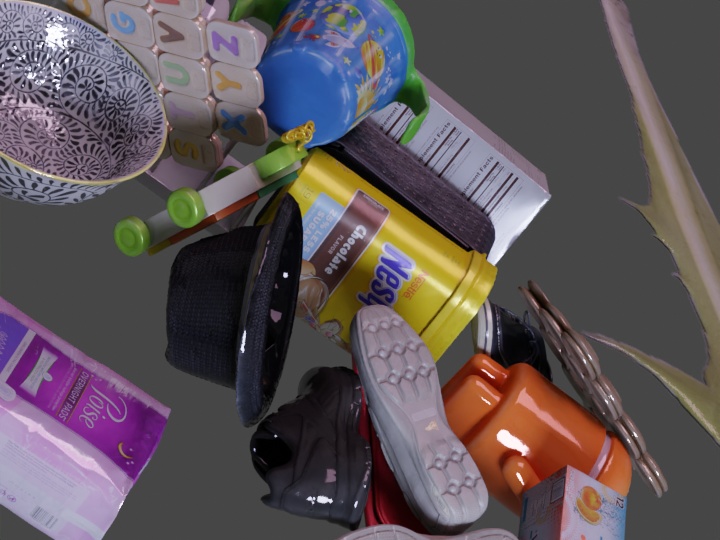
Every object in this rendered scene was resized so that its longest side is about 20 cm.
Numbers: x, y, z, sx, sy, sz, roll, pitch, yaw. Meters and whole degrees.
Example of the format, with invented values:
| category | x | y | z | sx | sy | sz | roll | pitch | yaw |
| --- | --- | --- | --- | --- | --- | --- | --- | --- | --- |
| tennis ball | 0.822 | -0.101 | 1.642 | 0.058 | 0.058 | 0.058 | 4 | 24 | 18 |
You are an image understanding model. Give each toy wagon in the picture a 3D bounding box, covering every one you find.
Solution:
| category | x | y | z | sx | sy | sz | roll | pitch | yaw |
| --- | --- | --- | --- | --- | --- | --- | --- | --- | --- |
| toy wagon | -0.110 | -0.068 | 1.345 | 0.155 | 0.200 | 0.040 | -34 | 98 | -51 |

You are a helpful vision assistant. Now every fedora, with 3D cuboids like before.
| category | x | y | z | sx | sy | sz | roll | pitch | yaw |
| --- | --- | --- | --- | --- | --- | --- | --- | --- | --- |
| fedora | -0.105 | 0.025 | 1.290 | 0.091 | 0.201 | 0.201 | 9 | 26 | 4 |

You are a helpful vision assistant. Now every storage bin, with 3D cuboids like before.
| category | x | y | z | sx | sy | sz | roll | pitch | yaw |
| --- | --- | --- | --- | --- | --- | --- | --- | --- | --- |
| storage bin | 0.015 | -0.036 | 1.541 | 0.200 | 0.135 | 0.094 | 39 | 24 | -2 |

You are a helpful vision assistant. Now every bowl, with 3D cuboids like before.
| category | x | y | z | sx | sy | sz | roll | pitch | yaw |
| --- | --- | --- | --- | --- | --- | --- | --- | --- | --- |
| bowl | -0.268 | -0.119 | 1.318 | 0.200 | 0.094 | 0.201 | 21 | 43 | -21 |

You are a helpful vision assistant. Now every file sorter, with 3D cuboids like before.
| category | x | y | z | sx | sy | sz | roll | pitch | yaw |
| --- | --- | --- | --- | --- | --- | --- | --- | --- | --- |
| file sorter | -0.156 | -0.151 | 1.512 | 0.200 | 0.125 | 0.139 | 36 | 25 | -7 |

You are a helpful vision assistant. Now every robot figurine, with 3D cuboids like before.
| category | x | y | z | sx | sy | sz | roll | pitch | yaw |
| --- | --- | --- | --- | --- | --- | --- | --- | --- | --- |
| robot figurine | 0.158 | 0.164 | 1.436 | 0.200 | 0.117 | 0.144 | 38 | -9 | -7 |

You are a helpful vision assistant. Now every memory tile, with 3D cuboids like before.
| category | x | y | z | sx | sy | sz | roll | pitch | yaw |
| --- | --- | --- | --- | --- | --- | --- | --- | --- | --- |
| memory tile | 0.214 | 0.107 | 1.475 | 0.200 | 0.017 | 0.153 | 57 | -2 | -28 |

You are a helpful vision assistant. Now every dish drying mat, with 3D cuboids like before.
| category | x | y | z | sx | sy | sz | roll | pitch | yaw |
| --- | --- | --- | --- | --- | --- | --- | --- | --- | --- |
| dish drying mat | 0.031 | 0.150 | 1.351 | 0.077 | 0.018 | 0.200 | 23 | 40 | -27 |

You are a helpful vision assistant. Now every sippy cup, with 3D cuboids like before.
| category | x | y | z | sx | sy | sz | roll | pitch | yaw |
| --- | --- | --- | --- | --- | --- | --- | --- | --- | --- |
| sippy cup | -0.032 | -0.179 | 1.440 | 0.177 | 0.140 | 0.130 | 0 | 30 | 20 |

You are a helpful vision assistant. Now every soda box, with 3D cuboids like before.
| category | x | y | z | sx | sy | sz | roll | pitch | yaw |
| --- | --- | --- | --- | --- | --- | --- | --- | --- | --- |
| soda box | 0.163 | 0.258 | 1.279 | 0.068 | 0.064 | 0.200 | 31 | 45 | -18 |

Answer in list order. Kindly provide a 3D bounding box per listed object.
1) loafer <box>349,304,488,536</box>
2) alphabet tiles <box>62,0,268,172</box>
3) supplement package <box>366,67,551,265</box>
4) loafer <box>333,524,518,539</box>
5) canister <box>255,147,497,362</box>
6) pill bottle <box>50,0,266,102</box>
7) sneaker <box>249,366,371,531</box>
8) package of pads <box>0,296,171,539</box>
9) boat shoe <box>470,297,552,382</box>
| category | x | y | z | sx | sy | sz | roll | pitch | yaw |
| --- | --- | --- | --- | --- | --- | --- | --- | --- | --- |
| loafer | 0.037 | 0.124 | 1.309 | 0.070 | 0.070 | 0.200 | -9 | 65 | -31 |
| alphabet tiles | -0.169 | -0.174 | 1.372 | 0.195 | 0.200 | 0.015 | 18 | 45 | 22 |
| supplement package | 0.075 | -0.096 | 1.671 | 0.200 | 0.147 | 0.191 | 39 | 10 | -2 |
| loafer | 0.039 | 0.234 | 1.234 | 0.200 | 0.063 | 0.072 | 5 | 71 | -39 |
| canister | 0.000 | 0.000 | 1.452 | 0.200 | 0.149 | 0.087 | 35 | 27 | -6 |
| pill bottle | -0.201 | -0.254 | 1.627 | 0.200 | 0.120 | 0.120 | 31 | 26 | -19 |
| sneaker | -0.043 | 0.129 | 1.268 | 0.090 | 0.076 | 0.200 | 8 | 20 | -9 |
| package of pads | -0.233 | 0.089 | 1.065 | 0.200 | 0.076 | 0.121 | 35 | 28 | -9 |
| boat shoe | 0.143 | 0.074 | 1.523 | 0.200 | 0.062 | 0.075 | 56 | 28 | -62 |
